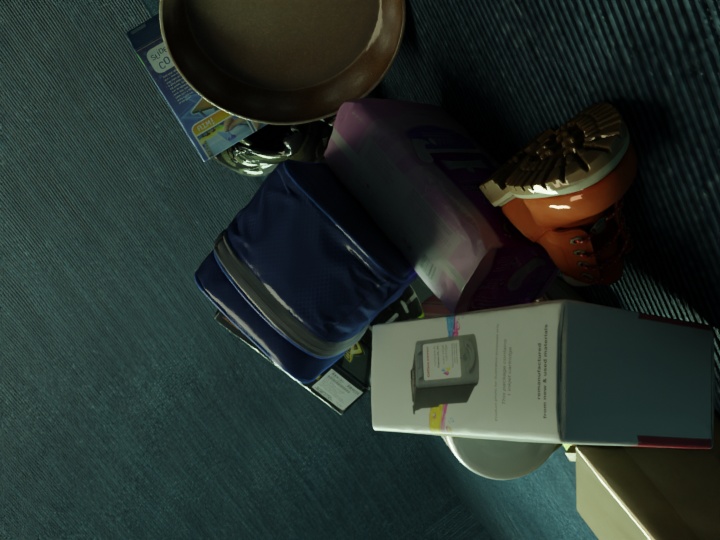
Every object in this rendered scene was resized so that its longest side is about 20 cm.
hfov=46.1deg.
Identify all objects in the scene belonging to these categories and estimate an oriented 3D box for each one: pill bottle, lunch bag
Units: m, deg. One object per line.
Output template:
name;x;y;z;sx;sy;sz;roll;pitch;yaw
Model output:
pill bottle;0.123;0.129;0.859;0.115;0.113;0.200;55;178;-5
lunch bag;-0.040;0.001;0.703;0.136;0.132;0.200;46;-167;6

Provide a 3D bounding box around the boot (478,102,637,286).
boot;0.143;-0.039;0.535;0.108;0.075;0.200;52;-179;-1

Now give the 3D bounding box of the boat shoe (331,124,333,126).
boat shoe;0.002;-0.148;0.929;0.065;0.071;0.200;56;174;-16

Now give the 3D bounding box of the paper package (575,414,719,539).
paper package;0.268;0.212;0.687;0.191;0.103;0.201;51;172;31

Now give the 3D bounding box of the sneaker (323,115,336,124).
sneaker;-0.081;-0.239;0.919;0.201;0.075;0.116;54;150;11

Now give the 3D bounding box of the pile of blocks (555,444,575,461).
pile of blocks;0.199;0.135;0.875;0.063;0.082;0.200;56;173;-12

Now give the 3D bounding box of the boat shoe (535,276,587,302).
boat shoe;0.121;0.010;0.743;0.199;0.066;0.075;39;124;22

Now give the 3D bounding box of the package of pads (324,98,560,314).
package of pads;0.068;-0.059;0.690;0.201;0.119;0.076;52;132;31

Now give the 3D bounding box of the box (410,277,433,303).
box;0.038;-0.058;0.959;0.123;0.105;0.200;58;172;-21

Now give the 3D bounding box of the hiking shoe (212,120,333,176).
hiking shoe;-0.110;-0.152;0.922;0.198;0.077;0.100;6;165;39

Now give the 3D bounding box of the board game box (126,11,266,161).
board game box;-0.090;-0.203;0.763;0.035;0.198;0.136;56;175;42

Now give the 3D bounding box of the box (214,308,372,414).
box;-0.054;0.030;0.864;0.158;0.046;0.201;39;-154;-15

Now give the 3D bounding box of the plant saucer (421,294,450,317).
plant saucer;0.087;0.057;1.007;0.201;0.197;0.052;109;167;-81

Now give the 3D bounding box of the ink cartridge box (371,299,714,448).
ink cartridge box;0.119;0.076;0.592;0.199;0.146;0.087;-15;71;57

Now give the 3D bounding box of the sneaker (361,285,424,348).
sneaker;0.000;0.000;0.858;0.201;0.073;0.081;55;-172;0

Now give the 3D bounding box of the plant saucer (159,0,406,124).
plant saucer;-0.062;-0.209;0.689;0.201;0.197;0.035;63;-166;-47
